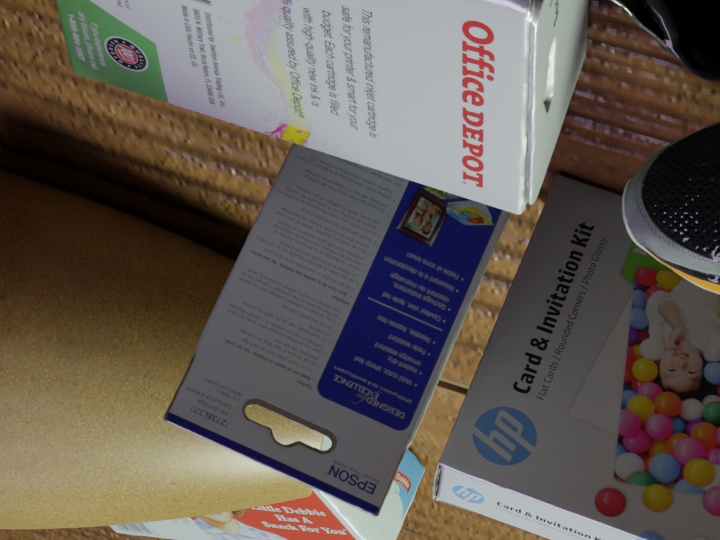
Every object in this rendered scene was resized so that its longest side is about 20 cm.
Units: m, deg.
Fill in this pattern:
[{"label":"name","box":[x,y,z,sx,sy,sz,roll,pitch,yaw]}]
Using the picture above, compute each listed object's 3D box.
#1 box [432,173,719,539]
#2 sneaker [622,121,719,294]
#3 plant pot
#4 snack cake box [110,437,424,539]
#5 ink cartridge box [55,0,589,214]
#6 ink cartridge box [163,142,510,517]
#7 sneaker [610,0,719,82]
[{"label":"box","box":[0.151,0.059,1.103,0.200,0.156,0.041,19,151,10]},{"label":"sneaker","box":[0.189,-0.039,0.973,0.200,0.078,0.077,-6,156,27]},{"label":"plant pot","box":[-0.116,0.054,1.309,0.200,0.187,0.186,10,153,-2]},{"label":"snack cake box","box":[-0.080,0.101,1.465,0.200,0.067,0.115,3,145,35]},{"label":"ink cartridge box","box":[-0.014,-0.117,0.990,0.200,0.084,0.145,18,153,12]},{"label":"ink cartridge box","box":[0.000,0.000,1.064,0.095,0.200,0.037,24,153,1]},{"label":"sneaker","box":[0.139,-0.097,0.880,0.200,0.104,0.060,37,150,-25]}]
